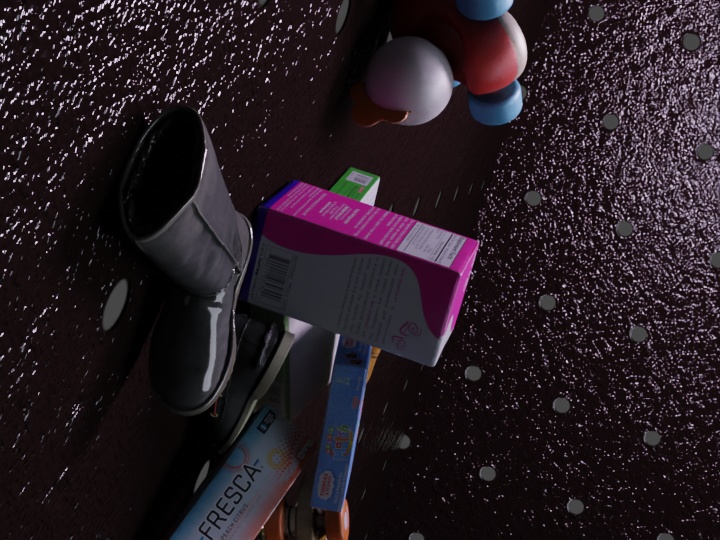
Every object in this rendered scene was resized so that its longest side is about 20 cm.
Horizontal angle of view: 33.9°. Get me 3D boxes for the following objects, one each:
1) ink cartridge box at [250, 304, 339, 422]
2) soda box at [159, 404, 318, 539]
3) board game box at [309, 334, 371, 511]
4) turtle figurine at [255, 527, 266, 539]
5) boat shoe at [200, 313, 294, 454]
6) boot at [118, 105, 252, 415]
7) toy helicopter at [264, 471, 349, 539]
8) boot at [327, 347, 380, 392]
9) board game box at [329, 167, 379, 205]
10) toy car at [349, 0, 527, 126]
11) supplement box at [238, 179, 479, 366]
[{"bbox_3d":[-0.044,0.055,1.280,0.200,0.048,0.146,-43,142,-49],"label":"ink cartridge box"},{"bbox_3d":[-0.127,0.228,1.120,0.200,0.068,0.064,-54,-174,-25],"label":"soda box"},{"bbox_3d":[-0.015,0.129,1.199,0.200,0.037,0.151,-81,-179,-73],"label":"board game box"},{"bbox_3d":[-0.128,0.288,1.208,0.161,0.064,0.200,-27,135,-43],"label":"turtle figurine"},{"bbox_3d":[-0.119,0.105,1.097,0.201,0.063,0.074,120,-7,-52],"label":"boat shoe"},{"bbox_3d":[-0.125,0.002,0.836,0.200,0.072,0.182,96,1,-76],"label":"boot"},{"bbox_3d":[-0.044,0.305,1.227,0.132,0.079,0.200,-63,150,-76],"label":"toy helicopter"},{"bbox_3d":[0.004,0.056,1.454,0.144,0.071,0.201,-65,173,-69],"label":"boot"},{"bbox_3d":[-0.038,-0.002,1.390,0.153,0.040,0.200,-54,161,-59],"label":"board game box"},{"bbox_3d":[0.059,-0.228,1.288,0.200,0.177,0.184,-36,143,-19],"label":"toy car"},{"bbox_3d":[0.000,0.000,1.132,0.103,0.200,0.101,-49,157,-64],"label":"supplement box"}]
